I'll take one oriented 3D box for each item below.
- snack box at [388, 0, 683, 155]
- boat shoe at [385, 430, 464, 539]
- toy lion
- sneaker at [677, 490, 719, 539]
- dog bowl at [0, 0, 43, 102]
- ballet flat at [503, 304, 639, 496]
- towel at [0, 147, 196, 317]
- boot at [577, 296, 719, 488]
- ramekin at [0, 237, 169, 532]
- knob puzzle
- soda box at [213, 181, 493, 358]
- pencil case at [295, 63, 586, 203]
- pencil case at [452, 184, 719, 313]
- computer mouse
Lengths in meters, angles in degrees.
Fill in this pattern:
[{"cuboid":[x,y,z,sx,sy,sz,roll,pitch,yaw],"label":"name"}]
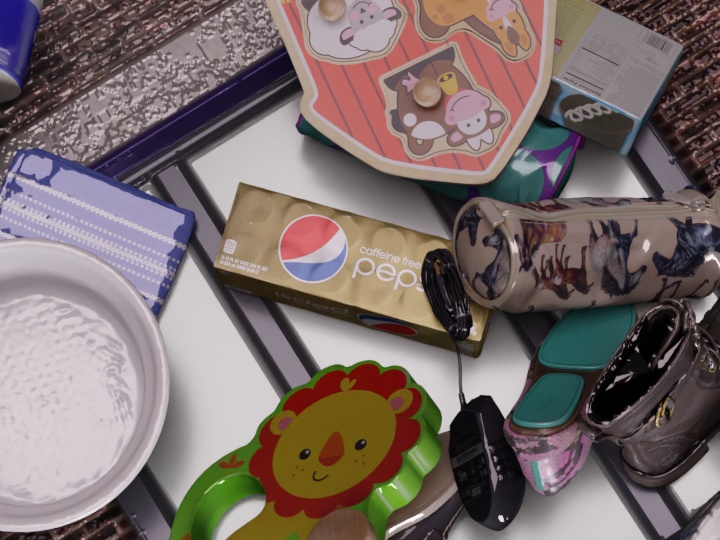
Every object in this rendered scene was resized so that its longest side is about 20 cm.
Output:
[{"cuboid":[0.124,-0.166,1.790,0.199,0.037,0.116,27,39,8],"label":"snack box"},{"cuboid":[0.023,0.194,1.740,0.200,0.073,0.063,-44,123,-14],"label":"boat shoe"},{"cuboid":[-0.039,0.151,1.712,0.199,0.069,0.192,-16,44,23],"label":"toy lion"},{"cuboid":[0.287,0.173,1.722,0.087,0.075,0.200,44,82,5],"label":"sneaker"},{"cuboid":[-0.328,-0.183,1.753,0.199,0.200,0.079,9,81,4],"label":"dog bowl"},{"cuboid":[0.148,0.090,1.722,0.069,0.200,0.072,4,119,20],"label":"ballet flat"},{"cuboid":[-0.219,0.023,1.797,0.144,0.024,0.201,22,80,5],"label":"towel"},{"cuboid":[0.228,0.058,1.691,0.069,0.174,0.200,32,80,24],"label":"boot"},{"cuboid":[-0.229,0.084,1.724,0.199,0.098,0.202,0,80,-1],"label":"ramekin"},{"cuboid":[0.047,-0.152,1.726,0.218,0.030,0.221,0,84,5],"label":"knob puzzle"},{"cuboid":[0.000,0.000,1.771,0.199,0.064,0.068,16,77,5],"label":"soda box"},{"cuboid":[0.058,-0.103,1.783,0.199,0.085,0.093,24,47,6],"label":"pencil case"},{"cuboid":[0.160,-0.018,1.724,0.199,0.090,0.078,-3,36,-28],"label":"pencil case"},{"cuboid":[0.079,0.080,1.701,0.034,0.059,0.201,-6,78,-25],"label":"computer mouse"}]
